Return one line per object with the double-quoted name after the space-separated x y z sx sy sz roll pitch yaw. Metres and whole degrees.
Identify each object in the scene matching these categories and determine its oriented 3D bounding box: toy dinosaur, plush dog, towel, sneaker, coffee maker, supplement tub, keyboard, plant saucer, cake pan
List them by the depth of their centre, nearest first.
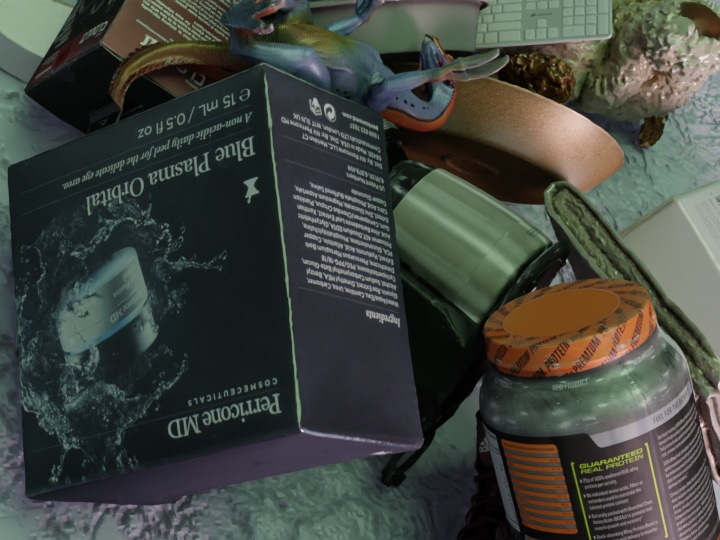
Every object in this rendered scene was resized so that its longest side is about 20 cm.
0.139 0.114 0.875 0.122 0.122 0.201 -28 112 -37 "supplement tub"
-0.018 -0.127 0.893 0.182 0.199 0.105 46 27 -51 "toy dinosaur"
0.076 0.151 0.956 0.200 0.075 0.116 -28 108 -46 "sneaker"
0.000 0.000 0.966 0.200 0.135 0.192 38 84 12 "coffee maker"
0.185 0.042 0.982 0.034 0.133 0.200 -30 46 -2 "towel"
-0.009 -0.157 1.036 0.200 0.200 0.037 -8 95 -32 "cake pan"
0.081 -0.086 1.047 0.200 0.200 0.036 21 79 -18 "plant saucer"
0.088 -0.188 1.134 0.199 0.011 0.056 -3 53 14 "keyboard"
0.176 -0.175 1.193 0.171 0.161 0.200 5 39 -9 "plush dog"

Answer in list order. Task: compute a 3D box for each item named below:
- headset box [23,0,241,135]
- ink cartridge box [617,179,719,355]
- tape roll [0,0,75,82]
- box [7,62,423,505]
-0.120 -0.168 0.942 0.077 0.149 0.201 33 69 -22 "headset box"
0.286 0.009 1.137 0.200 0.086 0.148 -16 72 -52 "ink cartridge box"
-0.196 -0.214 1.046 0.202 0.037 0.204 13 60 -24 "tape roll"
-0.086 0.017 0.850 0.117 0.196 0.201 15 63 -54 "box"
